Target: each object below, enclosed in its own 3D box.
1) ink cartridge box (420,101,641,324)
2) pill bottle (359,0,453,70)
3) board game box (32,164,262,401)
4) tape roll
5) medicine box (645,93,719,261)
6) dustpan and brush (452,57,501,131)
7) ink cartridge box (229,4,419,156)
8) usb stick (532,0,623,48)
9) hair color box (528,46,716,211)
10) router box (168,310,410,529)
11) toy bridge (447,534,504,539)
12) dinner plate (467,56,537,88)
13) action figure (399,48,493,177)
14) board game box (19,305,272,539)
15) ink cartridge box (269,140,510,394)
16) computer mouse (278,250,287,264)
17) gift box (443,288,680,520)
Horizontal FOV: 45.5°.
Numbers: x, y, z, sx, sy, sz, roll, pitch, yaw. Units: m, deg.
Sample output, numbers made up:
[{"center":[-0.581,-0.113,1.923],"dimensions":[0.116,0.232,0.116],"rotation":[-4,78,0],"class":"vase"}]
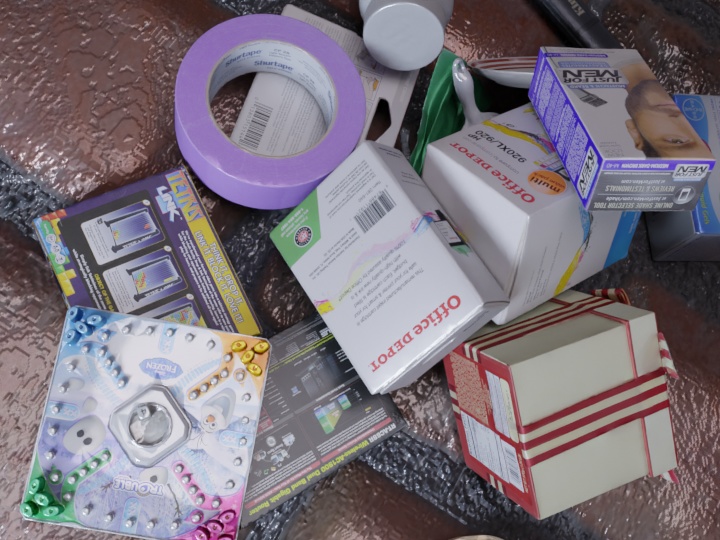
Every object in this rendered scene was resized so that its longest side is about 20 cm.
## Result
[{"center":[0.178,-0.070,0.899],"dimensions":[0.199,0.145,0.147],"rotation":[-25,50,-30],"class":"ink cartridge box"},{"center":[0.055,-0.333,0.999],"dimensions":[0.109,0.110,0.201],"rotation":[14,52,-10],"class":"pill bottle"},{"center":[-0.217,0.013,0.881],"dimensions":[0.165,0.057,0.201],"rotation":[-23,81,-21],"class":"board game box"},{"center":[-0.097,-0.170,0.917],"dimensions":[0.199,0.066,0.201],"rotation":[4,71,-11],"class":"tape roll"},{"center":[0.459,-0.112,1.065],"dimensions":[0.199,0.103,0.183],"rotation":[0,73,-13],"class":"medicine box"},{"center":[0.142,-0.149,0.985],"dimensions":[0.139,0.201,0.057],"rotation":[-37,45,-21],"class":"dustpan and brush"},{"center":[-0.040,-0.187,0.993],"dimensions":[0.175,0.045,0.201],"rotation":[21,70,-6],"class":"ink cartridge box"},{"center":[0.265,-0.346,1.125],"dimensions":[0.055,0.033,0.200],"rotation":[-38,85,-20],"class":"usb stick"},{"center":[0.245,-0.142,0.831],"dimensions":[0.109,0.065,0.201],"rotation":[-1,44,-10],"class":"hair color box"},{"center":[-0.073,0.145,0.872],"dimensions":[0.199,0.062,0.150],"rotation":[-27,81,-20],"class":"router box"},{"center":[0.124,0.310,0.890],"dimensions":[0.199,0.027,0.068],"rotation":[2,72,-14],"class":"toy bridge"},{"center":[0.224,-0.232,1.004],"dimensions":[0.199,0.200,0.024],"rotation":[-7,111,-16],"class":"dinner plate"},{"center":[0.082,-0.138,0.993],"dimensions":[0.118,0.055,0.201],"rotation":[29,79,-43],"class":"action figure"},{"center":[-0.197,0.145,0.800],"dimensions":[0.199,0.026,0.201],"rotation":[10,77,-4],"class":"board game box"},{"center":[0.027,-0.002,0.841],"dimensions":[0.145,0.084,0.200],"rotation":[-42,71,21],"class":"ink cartridge box"},{"center":[0.000,0.000,0.957],"dimensions":[0.199,0.034,0.059],"rotation":[20,48,-12],"class":"computer mouse"},{"center":[0.212,0.132,0.860],"dimensions":[0.186,0.200,0.185],"rotation":[-17,108,-18],"class":"gift box"}]
